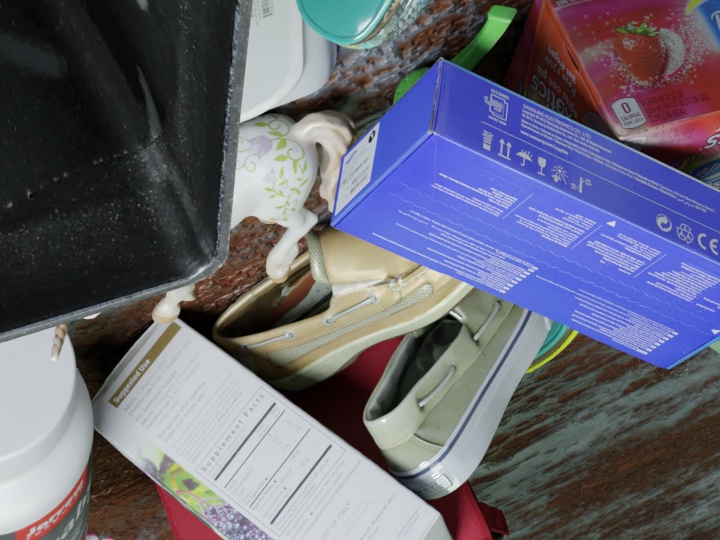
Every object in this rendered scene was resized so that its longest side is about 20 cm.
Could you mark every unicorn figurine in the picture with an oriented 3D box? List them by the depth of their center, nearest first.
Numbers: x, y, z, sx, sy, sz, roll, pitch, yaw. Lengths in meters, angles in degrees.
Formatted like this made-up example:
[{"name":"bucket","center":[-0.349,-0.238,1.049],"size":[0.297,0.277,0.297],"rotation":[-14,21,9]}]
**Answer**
[{"name":"unicorn figurine","center":[-0.083,-0.022,0.812],"size":[0.200,0.074,0.138],"rotation":[-41,164,-18]}]

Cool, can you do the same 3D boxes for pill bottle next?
[{"name":"pill bottle","center":[-0.195,0.096,0.882],"size":[0.115,0.117,0.201],"rotation":[-16,155,-18]}]

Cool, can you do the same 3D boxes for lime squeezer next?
[{"name":"lime squeezer","center":[0.054,-0.065,0.849],"size":[0.070,0.038,0.201],"rotation":[3,143,14]}]

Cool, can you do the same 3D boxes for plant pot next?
[{"name":"plant pot","center":[-0.153,-0.092,0.465],"size":[0.197,0.179,0.201],"rotation":[-17,156,-16]}]

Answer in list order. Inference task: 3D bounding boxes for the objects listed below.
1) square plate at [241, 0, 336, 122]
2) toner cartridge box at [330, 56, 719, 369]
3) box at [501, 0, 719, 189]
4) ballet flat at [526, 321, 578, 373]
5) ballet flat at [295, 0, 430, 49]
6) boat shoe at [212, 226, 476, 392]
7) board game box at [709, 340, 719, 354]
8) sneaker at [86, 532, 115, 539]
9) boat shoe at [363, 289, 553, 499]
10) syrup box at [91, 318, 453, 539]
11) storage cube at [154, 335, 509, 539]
[{"name":"square plate","center":[-0.097,-0.096,0.693],"size":[0.196,0.029,0.201],"rotation":[-20,156,-10]},{"name":"toner cartridge box","center":[0.095,-0.021,0.803],"size":[0.198,0.044,0.095],"rotation":[23,147,-21]},{"name":"box","center":[0.180,-0.098,0.867],"size":[0.198,0.096,0.100],"rotation":[-15,154,-19]},{"name":"ballet flat","center":[0.137,0.002,1.071],"size":[0.066,0.067,0.200],"rotation":[-12,152,-35]},{"name":"ballet flat","center":[0.038,-0.171,0.633],"size":[0.074,0.075,0.200],"rotation":[0,140,-43]},{"name":"boat shoe","center":[0.000,0.000,0.940],"size":[0.199,0.072,0.076],"rotation":[-39,137,25]},{"name":"board game box","center":[0.268,-0.003,1.140],"size":[0.134,0.029,0.199],"rotation":[-38,131,26]},{"name":"sneaker","center":[-0.187,0.196,1.001],"size":[0.198,0.089,0.082],"rotation":[20,155,7]},{"name":"boat shoe","center":[0.060,0.038,0.976],"size":[0.071,0.201,0.062],"rotation":[-16,123,35]},{"name":"syrup box","center":[-0.050,0.116,0.948],"size":[0.082,0.199,0.079],"rotation":[-52,160,-12]},{"name":"storage cube","center":[-0.021,0.146,1.071],"size":[0.198,0.181,0.171],"rotation":[-24,156,1]}]
